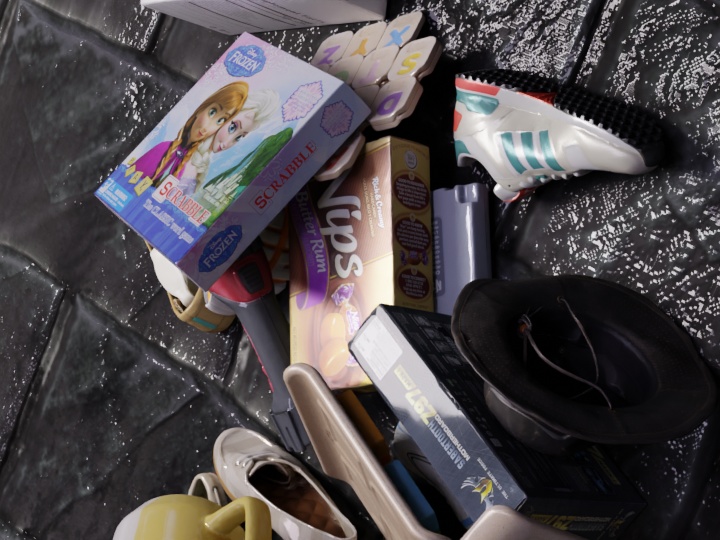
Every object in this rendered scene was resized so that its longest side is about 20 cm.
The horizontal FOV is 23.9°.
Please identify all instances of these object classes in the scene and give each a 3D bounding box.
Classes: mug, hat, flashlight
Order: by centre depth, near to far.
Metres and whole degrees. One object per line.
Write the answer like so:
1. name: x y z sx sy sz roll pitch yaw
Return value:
1. hat: 0.150 0.084 1.210 0.201 0.200 0.081 45 131 37
2. mug: -0.134 0.265 1.385 0.186 0.150 0.153 -14 46 17
3. flashlight: -0.082 0.055 1.442 0.068 0.068 0.200 -21 98 22

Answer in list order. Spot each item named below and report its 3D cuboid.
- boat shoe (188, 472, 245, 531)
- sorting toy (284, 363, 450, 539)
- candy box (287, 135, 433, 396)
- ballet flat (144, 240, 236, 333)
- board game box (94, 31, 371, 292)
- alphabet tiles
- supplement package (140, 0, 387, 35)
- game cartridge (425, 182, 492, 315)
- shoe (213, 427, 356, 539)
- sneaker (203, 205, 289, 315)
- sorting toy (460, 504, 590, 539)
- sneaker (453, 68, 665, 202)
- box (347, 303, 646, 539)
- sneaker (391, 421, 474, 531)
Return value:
1. boat shoe: -0.133 0.275 1.499 0.071 0.063 0.200 10 90 40
2. sorting toy: 0.023 0.177 1.312 0.036 0.185 0.200 -34 56 -11
3. candy box: 0.000 0.000 1.389 0.117 0.056 0.200 -10 77 40
4. ballet flat: -0.174 -0.029 1.588 0.069 0.063 0.200 -47 55 25
5. board game box: -0.112 -0.097 1.421 0.200 0.041 0.200 -48 34 -6
6. alphabet tiles: -0.023 -0.145 1.437 0.200 0.015 0.196 -8 44 41
7. supplement package: -0.082 -0.288 1.513 0.200 0.120 0.122 1 82 41
8. game cartridge: 0.027 0.009 1.423 0.200 0.040 0.134 -11 72 40
9. shoe: -0.060 0.188 1.433 0.200 0.070 0.053 42 143 40
10. sneaker: -0.088 -0.054 1.515 0.077 0.078 0.200 31 95 46
11. sorting toy: 0.123 0.264 1.192 0.185 0.200 0.037 -52 29 22
12. sneaker: 0.150 -0.092 1.322 0.200 0.070 0.094 25 117 39
13. box: 0.100 0.114 1.257 0.051 0.158 0.200 -52 54 22
14. sneaker: 0.100 0.161 1.307 0.200 0.072 0.073 37 111 38
